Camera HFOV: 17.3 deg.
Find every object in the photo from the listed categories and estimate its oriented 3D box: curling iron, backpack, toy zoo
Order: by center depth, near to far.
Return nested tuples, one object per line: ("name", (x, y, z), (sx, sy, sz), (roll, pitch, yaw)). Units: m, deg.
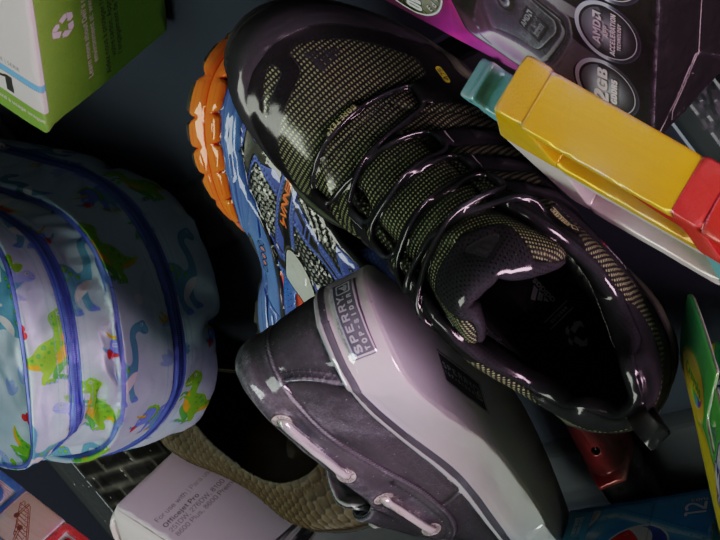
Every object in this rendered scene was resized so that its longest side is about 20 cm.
("toy zoo", (0.114, -0.010, 0.722), (0.199, 0.021, 0.131), (32, 180, 17))
("curling iron", (0.101, 0.070, 0.912), (0.049, 0.026, 0.201), (6, 132, 46))
("backpack", (-0.151, 0.020, 1.074), (0.199, 0.153, 0.164), (7, 102, 31))

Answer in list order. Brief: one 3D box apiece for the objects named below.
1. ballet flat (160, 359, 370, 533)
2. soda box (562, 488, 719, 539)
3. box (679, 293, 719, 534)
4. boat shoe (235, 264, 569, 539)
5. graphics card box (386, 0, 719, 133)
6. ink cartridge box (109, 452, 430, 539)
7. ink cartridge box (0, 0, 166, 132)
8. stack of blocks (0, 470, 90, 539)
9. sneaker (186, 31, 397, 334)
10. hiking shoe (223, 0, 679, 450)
("ballet flat", (-0.037, 0.070, 1.059), (0.199, 0.067, 0.046), (14, 147, 54))
("soda box", (0.132, 0.189, 0.919), (0.064, 0.068, 0.201), (-10, 115, 19))
("box", (0.152, 0.111, 0.812), (0.048, 0.118, 0.201), (-16, 127, 9))
("boat shoe", (0.020, 0.068, 0.890), (0.200, 0.067, 0.072), (42, -154, -53))
("graphics card box", (0.025, -0.135, 0.729), (0.199, 0.051, 0.126), (31, 149, 25))
("ink cartridge box", (-0.013, 0.177, 1.137), (0.199, 0.084, 0.145), (29, 146, 30))
("ink cartridge box", (-0.156, -0.173, 0.894), (0.147, 0.076, 0.201), (33, 150, 23))
("stack of blocks", (-0.149, 0.195, 1.140), (0.199, 0.115, 0.059), (33, 150, 28))
("sneaker", (0.000, 0.000, 0.913), (0.078, 0.075, 0.201), (10, 137, 42))
("hiking shoe", (0.035, -0.021, 0.800), (0.200, 0.076, 0.101), (41, -177, -2))
